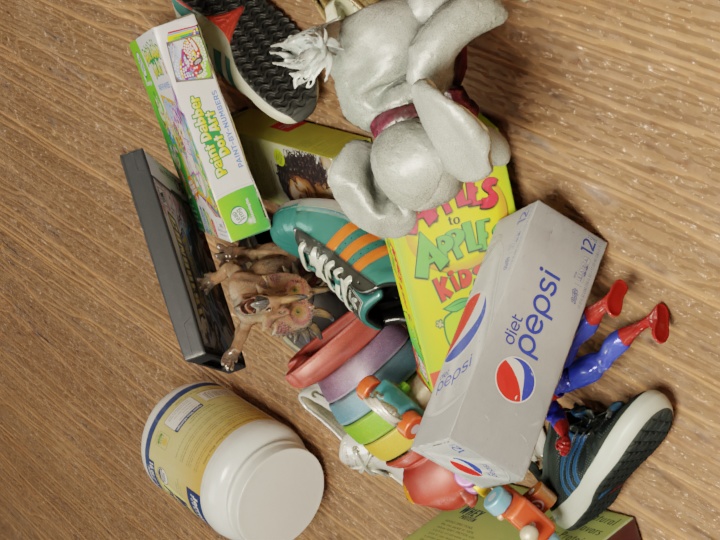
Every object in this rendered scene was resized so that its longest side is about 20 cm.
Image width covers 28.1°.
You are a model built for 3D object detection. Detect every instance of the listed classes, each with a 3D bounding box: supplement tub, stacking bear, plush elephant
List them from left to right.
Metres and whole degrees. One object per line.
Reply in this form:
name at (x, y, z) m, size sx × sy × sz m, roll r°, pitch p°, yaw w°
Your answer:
supplement tub at (-0.149, 0.226, 1.672) m, size 0.199 × 0.144 × 0.145 m, roll 25°, pitch 136°, yaw 47°
stacking bear at (0.038, 0.132, 1.300) m, size 0.200 × 0.114 × 0.121 m, roll 51°, pitch -178°, yaw -4°
plush elephant at (0.046, -0.115, 1.009) m, size 0.164 × 0.199 × 0.156 m, roll -20°, pitch 94°, yaw 53°

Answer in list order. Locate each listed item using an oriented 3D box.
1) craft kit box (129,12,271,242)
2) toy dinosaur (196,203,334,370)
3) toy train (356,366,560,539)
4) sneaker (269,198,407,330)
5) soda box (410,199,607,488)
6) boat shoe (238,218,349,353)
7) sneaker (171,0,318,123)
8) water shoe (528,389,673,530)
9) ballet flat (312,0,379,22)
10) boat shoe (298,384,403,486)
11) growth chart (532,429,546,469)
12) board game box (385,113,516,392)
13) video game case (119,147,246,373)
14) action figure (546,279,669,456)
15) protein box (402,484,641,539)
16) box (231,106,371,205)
craft kit box at (-0.151, -0.130, 1.327) m, size 0.200 × 0.048 × 0.199 m, roll -164°, pitch 56°, yaw -75°
toy dinosaur at (-0.071, 0.009, 1.318) m, size 0.135 × 0.201 × 0.086 m, roll -17°, pitch 120°, yaw 33°
toy train at (0.087, 0.146, 1.186) m, size 0.200 × 0.056 × 0.150 m, roll 42°, pitch 176°, yaw -9°
sneaker at (0.000, 0.000, 1.233) m, size 0.199 × 0.080 × 0.072 m, roll 19°, pitch 149°, yaw 22°
soda box at (0.109, 0.053, 1.051) m, size 0.068 × 0.201 × 0.063 m, roll 29°, pitch 157°, yaw -16°
boat shoe at (-0.060, 0.020, 1.420) m, size 0.200 × 0.074 × 0.074 m, roll 40°, pitch 146°, yaw 30°
sneaker at (-0.104, -0.201, 1.315) m, size 0.200 × 0.070 × 0.094 m, roll 48°, pitch 167°, yaw 18°
water shoe at (0.180, 0.140, 1.151) m, size 0.079 × 0.071 × 0.200 m, roll 52°, pitch 149°, yaw 21°
ballet flat at (0.020, -0.151, 1.149) m, size 0.201 × 0.065 × 0.070 m, roll 60°, pitch 151°, yaw -1°
boat shoe at (0.009, 0.174, 1.438) m, size 0.200 × 0.069 × 0.071 m, roll 41°, pitch 152°, yaw 39°
growth chart at (0.103, 0.128, 1.319) m, size 0.200 × 0.018 × 0.146 m, roll -18°, pitch 99°, yaw 60°
board game box at (0.076, -0.011, 1.138) m, size 0.048 × 0.101 × 0.201 m, roll -121°, pitch 14°, yaw -65°
video game case at (-0.167, -0.004, 1.379) m, size 0.181 × 0.025 × 0.201 m, roll 48°, pitch -158°, yaw -80°
action figure at (0.148, 0.097, 1.096) m, size 0.065 × 0.099 × 0.200 m, roll 30°, pitch 142°, yaw -11°
protein box at (0.123, 0.304, 1.253) m, size 0.198 × 0.199 × 0.136 m, roll 5°, pitch 120°, yaw 56°
box at (-0.061, -0.099, 1.339) m, size 0.199 × 0.050 × 0.076 m, roll 20°, pitch 133°, yaw 50°
